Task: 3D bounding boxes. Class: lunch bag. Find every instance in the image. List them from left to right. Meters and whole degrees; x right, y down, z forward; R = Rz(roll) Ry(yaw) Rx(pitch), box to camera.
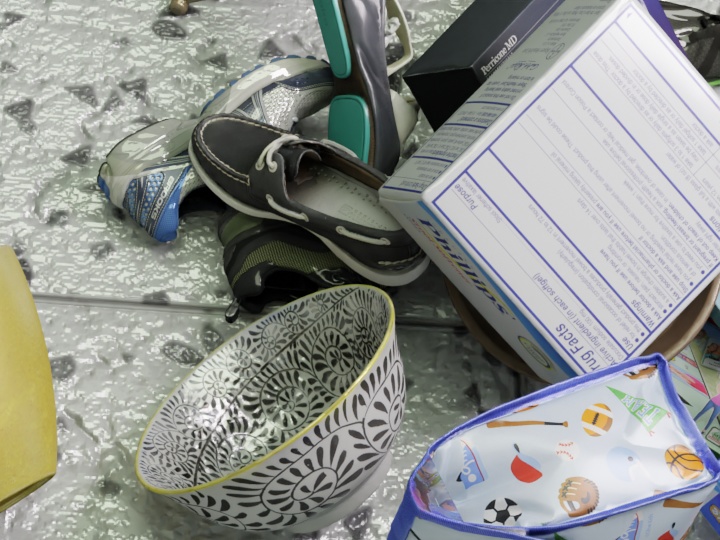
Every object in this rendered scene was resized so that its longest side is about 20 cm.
[{"bbox_3d":[0.109,0.162,1.584,0.199,0.170,0.124,-14,57,-20],"label":"lunch bag"}]

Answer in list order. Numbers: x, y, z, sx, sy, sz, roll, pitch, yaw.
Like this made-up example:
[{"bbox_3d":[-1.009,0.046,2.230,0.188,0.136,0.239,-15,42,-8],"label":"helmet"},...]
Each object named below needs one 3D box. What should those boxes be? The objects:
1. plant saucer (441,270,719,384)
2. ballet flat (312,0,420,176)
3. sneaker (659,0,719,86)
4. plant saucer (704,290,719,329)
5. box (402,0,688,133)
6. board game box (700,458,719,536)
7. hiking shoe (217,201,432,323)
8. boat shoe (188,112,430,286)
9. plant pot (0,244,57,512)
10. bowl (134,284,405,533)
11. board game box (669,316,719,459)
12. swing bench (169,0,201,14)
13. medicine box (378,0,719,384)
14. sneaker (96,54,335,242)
[{"bbox_3d":[0.153,-0.016,1.733,0.199,0.029,0.201,1,80,-3],"label":"plant saucer"},{"bbox_3d":[0.009,-0.135,1.803,0.073,0.201,0.073,-7,11,1],"label":"ballet flat"},{"bbox_3d":[0.299,-0.179,1.926,0.199,0.084,0.077,13,51,2],"label":"sneaker"},{"bbox_3d":[0.253,-0.004,1.789,0.070,0.019,0.200,3,37,-29],"label":"plant saucer"},{"bbox_3d":[0.140,-0.147,1.837,0.079,0.141,0.200,-7,34,49],"label":"box"},{"bbox_3d":[0.335,0.143,1.683,0.200,0.045,0.135,-32,79,-28],"label":"board game box"},{"bbox_3d":[0.000,0.000,1.764,0.199,0.076,0.101,-4,61,1],"label":"hiking shoe"},{"bbox_3d":[-0.037,-0.061,1.724,0.200,0.060,0.074,35,66,23],"label":"boat shoe"},{"bbox_3d":[-0.273,0.096,1.591,0.200,0.200,0.142,-29,86,-26],"label":"plant pot"},{"bbox_3d":[-0.040,0.108,1.631,0.200,0.094,0.201,-30,23,14],"label":"bowl"},{"bbox_3d":[0.236,0.064,1.764,0.200,0.029,0.135,32,56,17],"label":"board game box"},{"bbox_3d":[-0.055,-0.315,1.904,0.199,0.130,0.200,-4,39,39],"label":"swing bench"},{"bbox_3d":[0.148,-0.053,1.647,0.200,0.103,0.182,-45,105,-8],"label":"medicine box"},{"bbox_3d":[-0.089,-0.082,1.817,0.200,0.077,0.085,-31,72,-19],"label":"sneaker"}]
